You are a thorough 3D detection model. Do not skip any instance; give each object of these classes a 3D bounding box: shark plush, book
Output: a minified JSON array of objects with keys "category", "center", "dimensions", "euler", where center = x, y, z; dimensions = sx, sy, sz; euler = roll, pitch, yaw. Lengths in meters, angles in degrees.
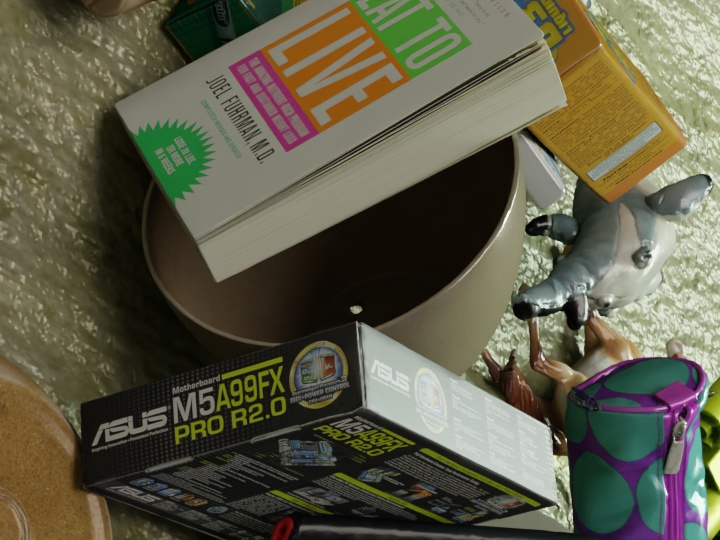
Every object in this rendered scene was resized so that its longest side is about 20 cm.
[{"category":"shark plush","center":[0.136,-0.007,1.516],"dimensions":[0.083,0.091,0.200],"euler":[33,46,12]},{"category":"book","center":[-0.014,-0.088,1.256],"dimensions":[0.134,0.199,0.048],"euler":[55,-8,47]}]

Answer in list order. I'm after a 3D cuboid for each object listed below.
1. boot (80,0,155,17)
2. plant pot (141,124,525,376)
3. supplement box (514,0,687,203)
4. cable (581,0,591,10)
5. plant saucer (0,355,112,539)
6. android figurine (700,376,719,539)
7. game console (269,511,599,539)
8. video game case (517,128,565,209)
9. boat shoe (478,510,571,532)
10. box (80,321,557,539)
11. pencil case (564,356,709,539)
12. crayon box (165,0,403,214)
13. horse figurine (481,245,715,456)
[{"category":"boot","center":[-0.151,-0.237,1.296],"dimensions":[0.201,0.072,0.167],"euler":[57,28,-17]},{"category":"plant pot","center":[0.000,0.000,1.293],"dimensions":[0.135,0.199,0.201],"euler":[68,30,-47]},{"category":"supplement box","center":[0.126,-0.105,1.425],"dimensions":[0.067,0.069,0.200],"euler":[58,12,22]},{"category":"cable","center":[0.085,-0.198,1.476],"dimensions":[0.200,0.096,0.051],"euler":[-98,-168,-60]},{"category":"plant saucer","center":[-0.177,0.122,1.129],"dimensions":[0.200,0.035,0.202],"euler":[23,58,-44]},{"category":"android figurine","center":[0.273,0.158,1.668],"dimensions":[0.200,0.041,0.183],"euler":[-35,103,-49]},{"category":"game console","center":[0.029,0.215,1.260],"dimensions":[0.199,0.031,0.178],"euler":[7,93,-30]},{"category":"video game case","center":[0.050,-0.146,1.443],"dimensions":[0.200,0.022,0.183],"euler":[54,11,-18]},{"category":"boat shoe","center":[0.125,0.209,1.406],"dimensions":[0.200,0.072,0.070],"euler":[35,59,15]},{"category":"box","center":[-0.017,0.091,1.210],"dimensions":[0.200,0.159,0.045],"euler":[29,49,-54]},{"category":"pencil case","center":[0.169,0.157,1.458],"dimensions":[0.084,0.092,0.202],"euler":[-11,104,-22]},{"category":"crayon box","center":[-0.013,-0.109,1.402],"dimensions":[0.200,0.058,0.119],"euler":[51,42,-25]},{"category":"horse figurine","center":[0.135,0.062,1.527],"dimensions":[0.200,0.050,0.133],"euler":[-32,95,-54]}]
